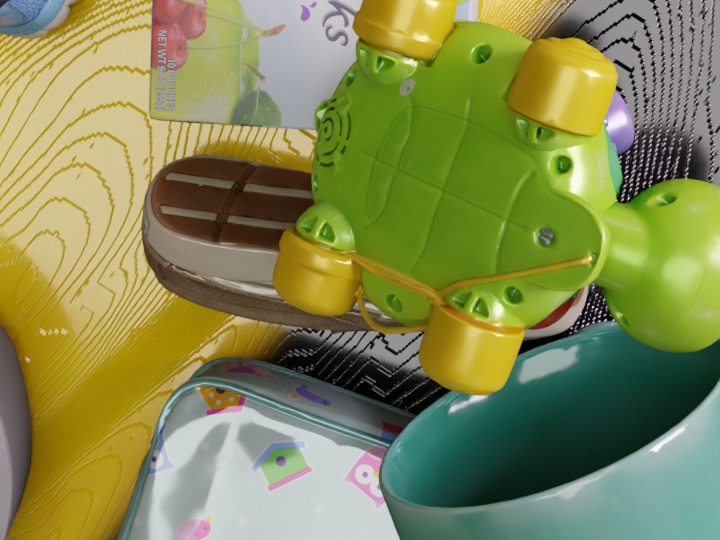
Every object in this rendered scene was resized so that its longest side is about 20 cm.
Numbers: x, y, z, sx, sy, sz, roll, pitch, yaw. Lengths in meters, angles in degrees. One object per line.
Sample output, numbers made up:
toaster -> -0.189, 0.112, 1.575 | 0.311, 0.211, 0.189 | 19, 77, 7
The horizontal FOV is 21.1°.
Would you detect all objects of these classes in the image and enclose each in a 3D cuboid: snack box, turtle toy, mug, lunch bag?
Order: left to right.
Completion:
lunch bag -> -0.036, 0.151, 0.886 | 0.160, 0.077, 0.200 | 18, 101, 2
snack box -> -0.017, -0.163, 0.844 | 0.142, 0.053, 0.200 | 3, 100, 4
turtle toy -> 0.064, -0.027, 0.774 | 0.200, 0.101, 0.146 | 27, 106, 27
mug -> 0.108, 0.098, 0.792 | 0.152, 0.185, 0.115 | -3, 114, 51

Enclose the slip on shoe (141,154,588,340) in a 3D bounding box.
slip on shoe -> 0.000, 0.000, 0.869 | 0.200, 0.076, 0.061 | 8, 140, -3

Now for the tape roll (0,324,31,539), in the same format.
tape roll -> -0.253, 0.081, 0.887 | 0.200, 0.066, 0.201 | 0, 108, 0

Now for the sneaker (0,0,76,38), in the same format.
sneaker -> -0.214, -0.175, 0.844 | 0.200, 0.090, 0.078 | 32, 101, 2
